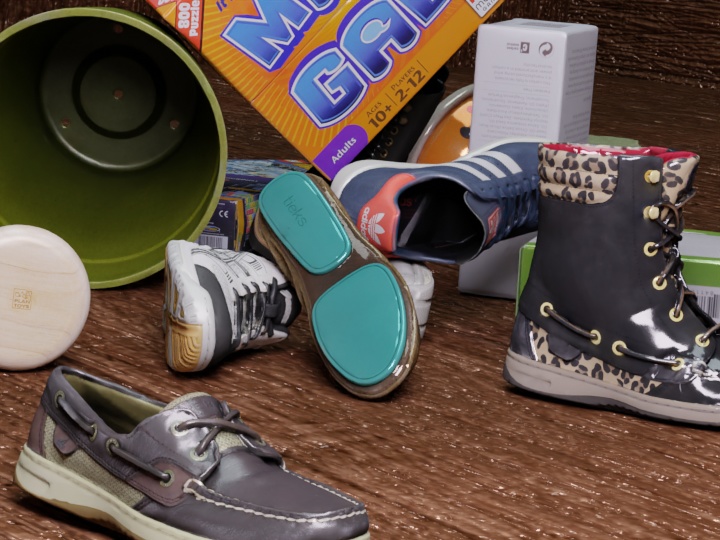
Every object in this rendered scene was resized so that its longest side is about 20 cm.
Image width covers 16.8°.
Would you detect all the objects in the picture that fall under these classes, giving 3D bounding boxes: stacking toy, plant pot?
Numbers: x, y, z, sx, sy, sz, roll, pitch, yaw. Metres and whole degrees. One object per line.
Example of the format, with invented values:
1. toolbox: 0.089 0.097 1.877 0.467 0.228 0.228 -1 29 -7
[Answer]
1. stacking toy: -0.222 0.010 1.514 0.085 0.086 0.200 1 4 -14
2. plant pot: -0.190 -0.112 1.792 0.199 0.202 0.193 4 17 0
3. stacking toy: 0.143 -0.054 1.984 0.200 0.147 0.146 31 24 35

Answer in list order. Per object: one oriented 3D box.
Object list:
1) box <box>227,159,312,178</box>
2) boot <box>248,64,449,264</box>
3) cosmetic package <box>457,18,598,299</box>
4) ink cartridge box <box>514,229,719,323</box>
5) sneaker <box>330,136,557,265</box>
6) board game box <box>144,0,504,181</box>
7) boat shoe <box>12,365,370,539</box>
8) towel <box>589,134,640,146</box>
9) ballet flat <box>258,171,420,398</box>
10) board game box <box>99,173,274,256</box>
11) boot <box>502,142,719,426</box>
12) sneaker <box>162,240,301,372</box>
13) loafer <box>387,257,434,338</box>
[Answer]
1. box: -0.076 -0.069 2.179 0.136 0.040 0.200 -1 10 -23
2. boot: -0.008 -0.087 1.889 0.077 0.139 0.200 34 30 5
3. cosmetic package: 0.126 -0.085 1.830 0.071 0.201 0.101 7 9 18
4. ink cartridge box: 0.193 0.014 1.642 0.147 0.076 0.200 5 7 13
5. sneaker: 0.080 -0.039 1.614 0.199 0.075 0.084 -11 25 -28
6. board game box: -0.050 -0.231 1.814 0.200 0.200 0.200 43 1 -36
7. boat shoe: -0.079 0.087 1.084 0.199 0.065 0.073 11 10 36
8. towel: 0.224 -0.128 2.693 0.199 0.037 0.148 4 9 0
9. ballet flat: -0.005 0.019 1.489 0.068 0.072 0.200 -35 46 0
10. board game box: -0.168 -0.049 1.958 0.199 0.057 0.165 6 10 14
11. boot: 0.181 0.007 1.421 0.199 0.152 0.073 8 10 28
12. sneaker: -0.079 0.016 1.507 0.087 0.076 0.200 3 9 -4
13. loafer: 0.000 0.000 1.665 0.069 0.070 0.200 10 8 -11
